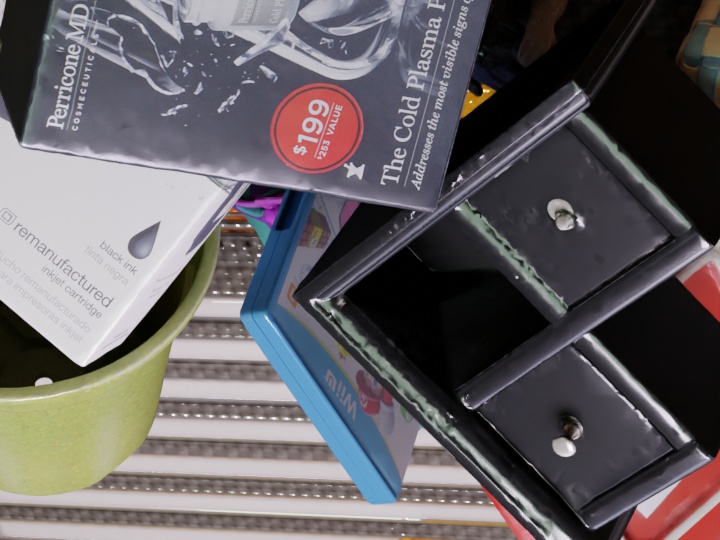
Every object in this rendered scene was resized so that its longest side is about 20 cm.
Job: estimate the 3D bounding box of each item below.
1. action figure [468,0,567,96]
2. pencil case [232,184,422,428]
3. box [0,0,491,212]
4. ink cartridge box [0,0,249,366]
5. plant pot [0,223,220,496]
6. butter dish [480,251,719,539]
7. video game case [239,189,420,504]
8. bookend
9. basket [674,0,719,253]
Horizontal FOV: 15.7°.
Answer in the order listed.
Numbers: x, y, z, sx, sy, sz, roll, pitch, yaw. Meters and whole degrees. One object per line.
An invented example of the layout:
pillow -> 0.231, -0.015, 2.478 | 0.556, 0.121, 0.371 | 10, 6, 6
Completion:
action figure -> 0.085, -0.141, 1.200 | 0.200, 0.105, 0.194 | 39, 142, 5
pencil case -> 0.000, 0.000, 1.376 | 0.085, 0.093, 0.200 | -11, 132, 25
box -> -0.041, -0.143, 1.080 | 0.182, 0.104, 0.200 | 8, 109, -17
ink cartridge box -> -0.115, -0.080, 1.227 | 0.145, 0.084, 0.200 | 40, 100, 2
plant pot -> -0.174, 0.024, 1.392 | 0.200, 0.201, 0.184 | 10, 149, 3
butter dish -> 0.127, 0.049, 1.369 | 0.199, 0.148, 0.200 | -41, 123, -9
video game case -> 0.007, -0.007, 1.285 | 0.018, 0.200, 0.143 | -6, 135, 29
bookend -> 0.112, 0.012, 1.166 | 0.200, 0.092, 0.199 | 45, 132, -9
basket -> 0.245, -0.063, 1.203 | 0.200, 0.139, 0.176 | 23, 141, 15
